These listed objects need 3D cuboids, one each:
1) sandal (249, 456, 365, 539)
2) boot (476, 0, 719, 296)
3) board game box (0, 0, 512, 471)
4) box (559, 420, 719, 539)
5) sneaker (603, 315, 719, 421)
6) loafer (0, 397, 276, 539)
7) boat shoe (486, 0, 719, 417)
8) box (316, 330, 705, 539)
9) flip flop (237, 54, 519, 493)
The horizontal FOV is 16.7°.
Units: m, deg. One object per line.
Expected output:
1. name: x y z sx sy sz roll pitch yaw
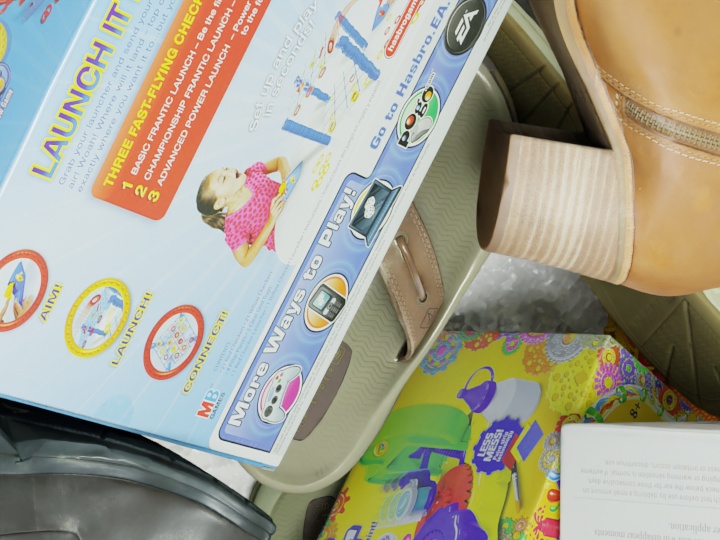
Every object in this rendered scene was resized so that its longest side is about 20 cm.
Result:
1. sandal: -0.010 0.170 1.047 0.079 0.057 0.202 -17 117 -21
2. boot: 0.133 -0.086 0.882 0.154 0.077 0.202 6 102 -11
3. board game box: -0.056 -0.047 0.809 0.195 0.056 0.201 22 96 -55
4. box: 0.149 0.158 0.924 0.124 0.097 0.202 1 89 -40
5. sneaker: 0.138 0.012 1.046 0.077 0.073 0.201 -19 116 -9
6. loafer: -0.115 0.078 0.809 0.199 0.073 0.073 21 89 -37
7. boat shoe: 0.107 -0.036 0.975 0.066 0.072 0.201 -31 80 -34
8. box: 0.078 0.159 1.008 0.192 0.122 0.201 39 66 -33
9. flip flop: 0.000 0.000 0.965 0.081 0.058 0.201 29 104 9
